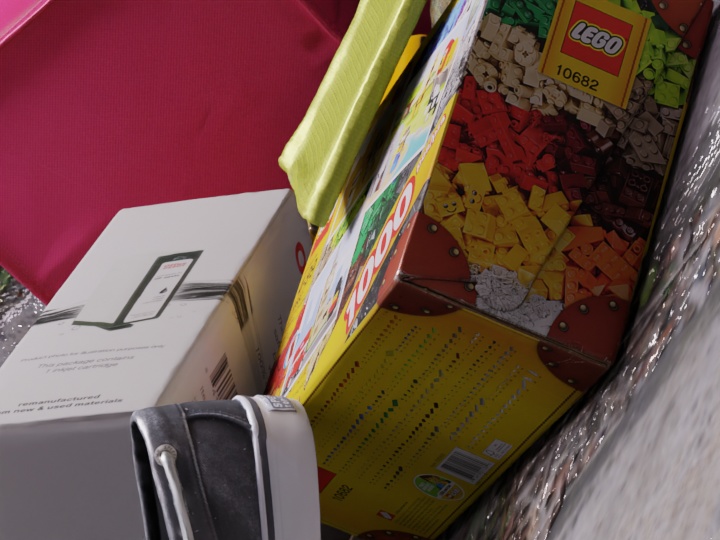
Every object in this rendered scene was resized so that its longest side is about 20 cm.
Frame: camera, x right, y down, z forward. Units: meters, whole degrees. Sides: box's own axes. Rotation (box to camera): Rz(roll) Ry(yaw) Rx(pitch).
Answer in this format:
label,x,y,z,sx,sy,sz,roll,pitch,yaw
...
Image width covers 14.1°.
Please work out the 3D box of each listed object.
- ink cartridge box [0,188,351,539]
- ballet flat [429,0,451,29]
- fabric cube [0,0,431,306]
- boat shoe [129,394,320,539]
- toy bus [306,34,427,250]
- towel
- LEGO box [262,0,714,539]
label,x,y,z,sx,sy,sz,roll,pitch,yaw
ink cartridge box,-0.070,0.075,1.127,0.200,0.084,0.146,-61,-39,-62
ballet flat,0.066,-0.159,1.311,0.200,0.071,0.071,-76,12,-48
fabric cube,-0.077,-0.088,1.367,0.196,0.200,0.199,-39,18,18
boat shoe,-0.046,0.141,0.959,0.072,0.068,0.200,160,107,-72
toy bus,0.000,0.000,1.232,0.065,0.078,0.200,-84,18,-62
towel,0.018,-0.116,1.032,0.086,0.018,0.200,-102,35,-77
LEGO box,0.036,-0.007,1.014,0.200,0.077,0.149,127,164,-60
